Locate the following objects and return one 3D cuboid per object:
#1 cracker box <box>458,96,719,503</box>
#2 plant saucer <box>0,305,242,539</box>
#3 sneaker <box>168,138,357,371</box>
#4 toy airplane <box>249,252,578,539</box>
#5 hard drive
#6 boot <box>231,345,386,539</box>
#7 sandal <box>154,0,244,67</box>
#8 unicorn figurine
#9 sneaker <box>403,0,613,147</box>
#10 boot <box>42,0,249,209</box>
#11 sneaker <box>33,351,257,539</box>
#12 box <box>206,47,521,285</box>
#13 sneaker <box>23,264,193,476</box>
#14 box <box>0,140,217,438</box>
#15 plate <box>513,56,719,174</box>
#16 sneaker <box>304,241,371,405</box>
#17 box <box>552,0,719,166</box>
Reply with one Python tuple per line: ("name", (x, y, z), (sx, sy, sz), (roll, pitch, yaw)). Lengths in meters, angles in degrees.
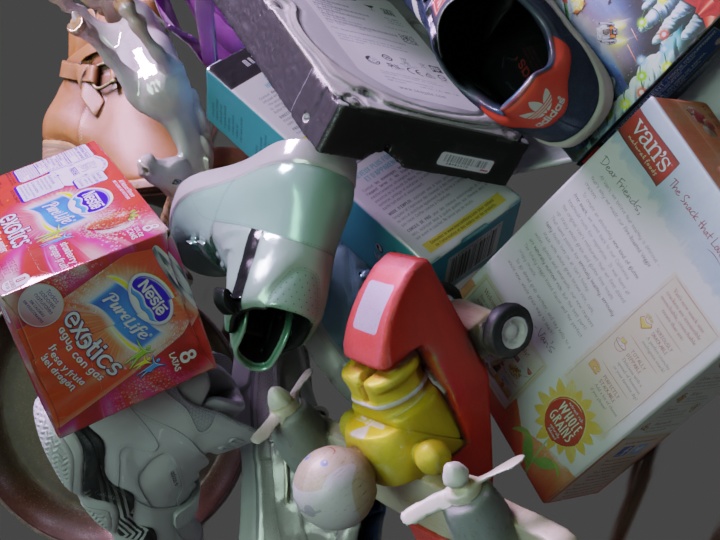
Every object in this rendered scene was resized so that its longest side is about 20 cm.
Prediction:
("cracker box", (0.147, 0.019, 0.846), (0.200, 0.058, 0.134), (-47, 60, 35))
("plant saucer", (-0.172, 0.096, 1.050), (0.200, 0.032, 0.200), (1, 100, 5))
("sneaker", (-0.075, 0.003, 0.901), (0.200, 0.074, 0.118), (-25, 49, 61))
("toy airplane", (0.025, 0.115, 0.836), (0.199, 0.141, 0.200), (60, 144, 20))
("hard drive", (-0.001, -0.130, 0.913), (0.038, 0.140, 0.200), (-62, 40, 26))
("boot", (-0.025, 0.116, 0.978), (0.096, 0.074, 0.200), (-3, 89, 27))
("sandal", (-0.115, -0.180, 1.018), (0.050, 0.203, 0.082), (-37, 21, -15))
("unicorn figurine", (-0.145, -0.131, 1.000), (0.074, 0.137, 0.200), (-22, 46, 15))
("sneaker", (0.057, -0.152, 0.845), (0.075, 0.084, 0.200), (-52, 59, 21))
("boot", (-0.151, -0.121, 1.090), (0.200, 0.074, 0.155), (0, 78, 30))
("sneaker", (-0.114, 0.121, 0.960), (0.115, 0.200, 0.075), (-26, 49, 2))
("box", (-0.002, -0.070, 0.942), (0.200, 0.082, 0.049), (43, 150, 24))
("sneaker", (-0.180, 0.074, 1.086), (0.075, 0.070, 0.200), (21, 99, 28))
("box", (-0.168, 0.004, 0.907), (0.200, 0.100, 0.096), (41, 152, 61))
("plate", (0.152, -0.163, 0.899), (0.199, 0.032, 0.200), (-8, 80, 34))
("sneaker", (0.000, 0.000, 0.963), (0.082, 0.074, 0.200), (-38, 65, 29))
("box", (0.122, -0.174, 0.878), (0.137, 0.040, 0.200), (-47, 61, 21))
